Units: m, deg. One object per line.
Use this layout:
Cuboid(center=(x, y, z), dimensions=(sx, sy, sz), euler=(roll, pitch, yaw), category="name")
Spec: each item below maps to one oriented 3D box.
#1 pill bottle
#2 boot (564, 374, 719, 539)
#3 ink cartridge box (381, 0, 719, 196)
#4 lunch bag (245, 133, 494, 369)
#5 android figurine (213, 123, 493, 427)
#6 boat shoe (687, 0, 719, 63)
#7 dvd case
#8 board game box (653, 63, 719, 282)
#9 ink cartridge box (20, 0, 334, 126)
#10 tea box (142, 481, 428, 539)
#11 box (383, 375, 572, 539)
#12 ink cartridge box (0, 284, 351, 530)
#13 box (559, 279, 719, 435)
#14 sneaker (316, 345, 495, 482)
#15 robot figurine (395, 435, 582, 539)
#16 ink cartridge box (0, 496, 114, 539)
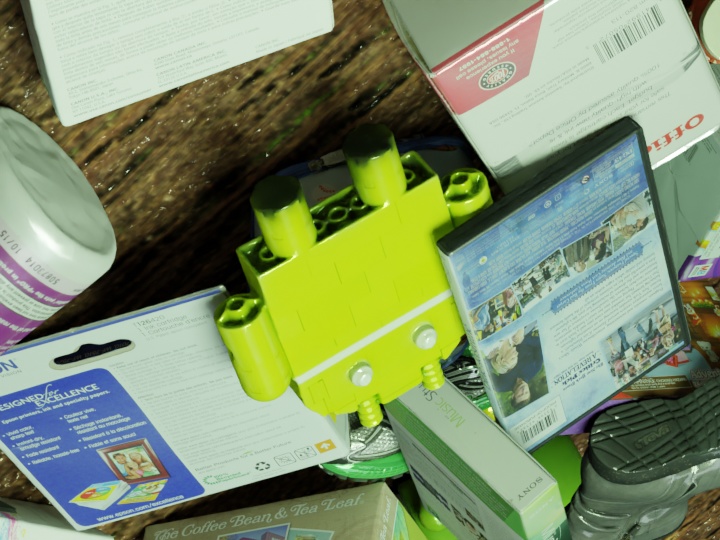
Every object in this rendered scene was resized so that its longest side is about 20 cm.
Cuboid(center=(-0.240, 0.011, 1.218), dimensions=(0.200, 0.112, 0.112), euler=(-38, 146, 13), category="pill bottle")
Cuboid(center=(0.231, 0.131, 1.524), dimensions=(0.199, 0.070, 0.132), euler=(-6, 146, -12), category="boot")
Cuboid(center=(0.117, -0.127, 1.317), dimensions=(0.146, 0.083, 0.200), euler=(-32, 146, 5), category="ink cartridge box")
Cuboid(center=(0.000, 0.000, 1.413), dimensions=(0.160, 0.076, 0.200), euler=(-13, 144, -14), category="lunch bag")
Cuboid(center=(0.002, 0.011, 1.316), dimensions=(0.182, 0.041, 0.200), euler=(-29, 133, -13), category="android figurine")
Cuboid(center=(0.289, -0.188, 1.383), dimensions=(0.199, 0.071, 0.063), euler=(-30, -171, -2), category="boat shoe")
Cuboid(center=(0.128, 0.015, 1.367), dimensions=(0.142, 0.018, 0.200), euler=(-33, 136, -12), category="dvd case")
Cuboid(center=(0.288, -0.072, 1.494), dimensions=(0.199, 0.105, 0.103), euler=(-7, 142, -28), category="board game box")
Cuboid(center=(-0.099, -0.176, 1.135), dimensions=(0.160, 0.050, 0.200), euler=(-21, 142, -11), category="ink cartridge box")
Cuboid(center=(-0.037, 0.270, 1.591), dimensions=(0.199, 0.134, 0.197), euler=(-14, 133, 25), category="tea box")
Cuboid(center=(0.082, 0.147, 1.469), dimensions=(0.036, 0.144, 0.200), euler=(-41, 149, -12), category="box")
Cuboid(center=(-0.133, 0.076, 1.390), dimensions=(0.197, 0.047, 0.200), euler=(-16, 138, 15), category="ink cartridge box")
Cuboid(center=(0.173, 0.044, 1.538), dimensions=(0.199, 0.137, 0.039), euler=(-1, 139, -35), category="box")
Cuboid(center=(0.042, 0.076, 1.556), dimensions=(0.199, 0.078, 0.085), euler=(-26, 141, -19), category="sneaker")
Cuboid(center=(0.084, 0.200, 1.700), dimensions=(0.199, 0.116, 0.176), euler=(-27, 148, -2), category="robot figurine")
Cuboid(center=(-0.267, 0.204, 1.455), dimensions=(0.200, 0.067, 0.118), euler=(18, 92, -48), category="ink cartridge box")
